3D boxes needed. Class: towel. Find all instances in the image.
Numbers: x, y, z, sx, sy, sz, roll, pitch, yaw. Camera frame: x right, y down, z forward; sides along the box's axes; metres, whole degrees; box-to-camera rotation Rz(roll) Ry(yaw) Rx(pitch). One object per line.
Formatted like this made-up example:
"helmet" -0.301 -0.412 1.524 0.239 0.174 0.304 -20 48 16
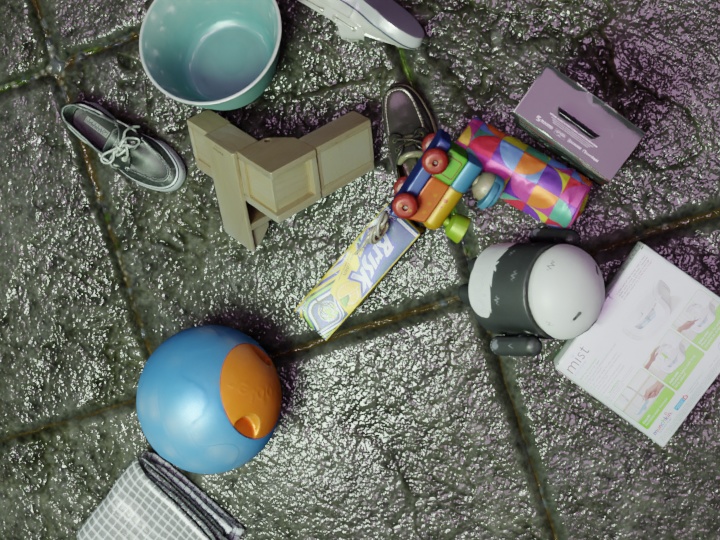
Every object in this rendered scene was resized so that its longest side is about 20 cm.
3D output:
"towel" -0.296 0.390 1.524 0.200 0.086 0.166 40 100 6

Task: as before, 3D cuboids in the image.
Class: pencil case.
"pencil case" 0.210 -0.129 1.398 0.199 0.088 0.089 31 99 9

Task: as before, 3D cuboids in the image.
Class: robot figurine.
"robot figurine" 0.222 0.027 1.353 0.199 0.124 0.152 1 101 51

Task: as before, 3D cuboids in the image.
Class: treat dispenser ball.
"treat dispenser ball" -0.207 0.176 1.434 0.199 0.201 0.203 1 94 10

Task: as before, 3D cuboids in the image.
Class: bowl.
"bowl" -0.192 -0.303 1.434 0.199 0.105 0.203 -2 77 10

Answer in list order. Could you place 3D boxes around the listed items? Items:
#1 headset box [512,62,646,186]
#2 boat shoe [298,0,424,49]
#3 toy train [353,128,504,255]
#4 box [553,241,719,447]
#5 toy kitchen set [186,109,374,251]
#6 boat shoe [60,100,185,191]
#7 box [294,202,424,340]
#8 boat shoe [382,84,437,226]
"headset box" 0.273 -0.181 1.320 0.148 0.200 0.078 36 99 5
"boat shoe" -0.006 -0.351 1.436 0.199 0.071 0.070 31 126 3
"toy train" 0.092 -0.072 1.368 0.115 0.085 0.201 31 111 -9
"box" 0.381 0.094 1.371 0.176 0.097 0.201 35 99 7
"toy kitchen set" -0.109 -0.141 1.471 0.199 0.180 0.164 34 143 38
"boat shoe" -0.343 -0.181 1.502 0.199 0.068 0.074 39 100 6
"box" 0.000 0.000 1.449 0.064 0.070 0.200 41 100 3
"boat shoe" 0.075 -0.159 1.427 0.073 0.065 0.202 -18 91 10
